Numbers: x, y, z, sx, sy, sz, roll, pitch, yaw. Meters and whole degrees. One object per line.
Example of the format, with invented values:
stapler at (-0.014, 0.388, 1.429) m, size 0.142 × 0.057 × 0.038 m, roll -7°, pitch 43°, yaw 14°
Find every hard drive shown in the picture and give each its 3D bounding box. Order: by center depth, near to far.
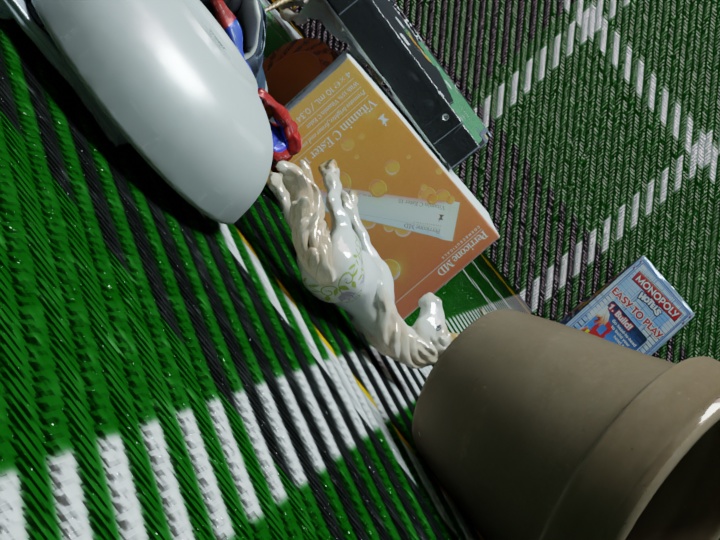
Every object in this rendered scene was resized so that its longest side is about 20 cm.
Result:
hard drive at (0.040, -0.183, 1.141) m, size 0.201 × 0.038 × 0.140 m, roll 52°, pitch 14°, yaw -3°

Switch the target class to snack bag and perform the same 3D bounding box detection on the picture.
snack bag at (-0.197, -0.168, 0.796) m, size 0.200 × 0.021 × 0.189 m, roll 51°, pitch 8°, yaw -14°

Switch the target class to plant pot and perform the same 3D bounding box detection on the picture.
plant pot at (0.132, 0.114, 0.812) m, size 0.174 × 0.201 × 0.200 m, roll 34°, pitch -1°, yaw 33°

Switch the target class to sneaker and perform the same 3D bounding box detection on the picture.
sneaker at (-0.145, -0.233, 1.074) m, size 0.203 × 0.077 × 0.146 m, roll 52°, pitch -9°, yaw 9°

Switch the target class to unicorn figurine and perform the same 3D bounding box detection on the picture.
unicorn figurine at (0.000, 0.000, 0.925) m, size 0.199 × 0.074 × 0.138 m, roll 15°, pitch 46°, yaw -54°
unicorn figurine at (-0.028, -0.248, 1.266) m, size 0.199 × 0.075 × 0.137 m, roll 19°, pitch 0°, yaw -29°

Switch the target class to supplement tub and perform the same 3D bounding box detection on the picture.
supplement tub at (-0.015, -0.131, 1.261) m, size 0.200 × 0.122 × 0.123 m, roll 41°, pitch 11°, yaw -48°

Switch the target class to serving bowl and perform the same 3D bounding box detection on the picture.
serving bowl at (-0.114, -0.127, 0.790) m, size 0.201 × 0.066 × 0.200 m, roll 53°, pitch 7°, yaw -9°

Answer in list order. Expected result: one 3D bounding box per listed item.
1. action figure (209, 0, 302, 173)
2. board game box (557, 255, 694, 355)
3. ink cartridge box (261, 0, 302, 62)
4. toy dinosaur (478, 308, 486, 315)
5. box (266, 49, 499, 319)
action figure at (-0.096, -0.133, 1.006) m, size 0.052 × 0.065 × 0.201 m, roll -84°, pitch 153°, yaw -46°
board game box at (0.161, 0.076, 1.003) m, size 0.062 × 0.200 × 0.200 m, roll 49°, pitch 8°, yaw 6°
ink cartridge box at (-0.090, -0.208, 1.343) m, size 0.200 × 0.083 × 0.147 m, roll 40°, pitch 12°, yaw -46°
toy dinosaur at (0.227, 0.131, 1.683) m, size 0.200 × 0.047 × 0.088 m, roll 47°, pitch -6°, yaw -21°
box at (0.009, -0.073, 1.123) m, size 0.200 × 0.124 × 0.098 m, roll 48°, pitch 8°, yaw -11°
